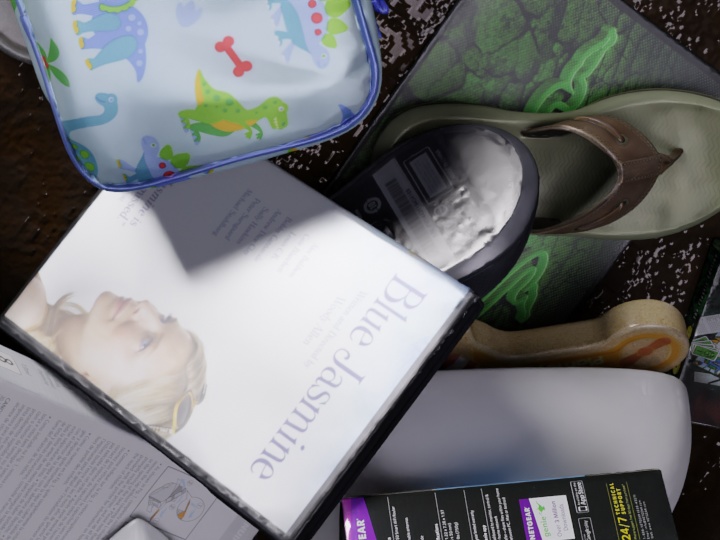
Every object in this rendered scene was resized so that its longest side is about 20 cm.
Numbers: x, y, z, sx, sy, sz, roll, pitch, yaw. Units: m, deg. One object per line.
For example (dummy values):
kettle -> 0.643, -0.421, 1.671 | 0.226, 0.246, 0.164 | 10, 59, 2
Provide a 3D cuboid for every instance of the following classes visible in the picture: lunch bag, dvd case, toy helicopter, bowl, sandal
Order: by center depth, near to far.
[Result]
lunch bag -> -0.078, -0.144, 0.802 | 0.161, 0.082, 0.200 | -17, 110, 0
dvd case -> -0.061, 0.021, 0.834 | 0.143, 0.200, 0.018 | -53, 153, -8
sandal -> 0.106, -0.047, 0.907 | 0.201, 0.057, 0.080 | -4, 107, -9
bowl -> 0.065, 0.137, 0.916 | 0.199, 0.075, 0.200 | 1, 141, -14
toy helicopter -> 0.072, 0.056, 0.925 | 0.200, 0.079, 0.132 | -11, 139, 12

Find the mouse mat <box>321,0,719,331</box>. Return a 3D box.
mouse mat -> 0.084, -0.056, 0.935 | 0.161, 0.008, 0.200 | 32, 101, -20

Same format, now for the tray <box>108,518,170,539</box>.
tray -> -0.091, 0.221, 0.927 | 0.107, 0.022, 0.200 | -41, 124, 1

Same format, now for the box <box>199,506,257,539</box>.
box -> -0.134, 0.152, 0.942 | 0.159, 0.046, 0.200 | -4, 110, -11

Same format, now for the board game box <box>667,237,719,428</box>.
board game box -> 0.274, 0.052, 1.003 | 0.200, 0.023, 0.105 | 12, 104, -15

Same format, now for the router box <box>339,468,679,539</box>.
router box -> 0.065, 0.174, 0.860 | 0.149, 0.051, 0.200 | -4, 141, -5

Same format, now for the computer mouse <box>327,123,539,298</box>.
computer mouse -> 0.000, 0.000, 0.869 | 0.200, 0.139, 0.053 | -28, 144, 7

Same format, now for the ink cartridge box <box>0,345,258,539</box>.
ink cartridge box -> -0.164, 0.133, 0.889 | 0.200, 0.050, 0.161 | 29, 102, -39

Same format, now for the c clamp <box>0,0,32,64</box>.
c clamp -> -0.119, -0.181, 0.838 | 0.200, 0.027, 0.171 | -6, 110, -9
